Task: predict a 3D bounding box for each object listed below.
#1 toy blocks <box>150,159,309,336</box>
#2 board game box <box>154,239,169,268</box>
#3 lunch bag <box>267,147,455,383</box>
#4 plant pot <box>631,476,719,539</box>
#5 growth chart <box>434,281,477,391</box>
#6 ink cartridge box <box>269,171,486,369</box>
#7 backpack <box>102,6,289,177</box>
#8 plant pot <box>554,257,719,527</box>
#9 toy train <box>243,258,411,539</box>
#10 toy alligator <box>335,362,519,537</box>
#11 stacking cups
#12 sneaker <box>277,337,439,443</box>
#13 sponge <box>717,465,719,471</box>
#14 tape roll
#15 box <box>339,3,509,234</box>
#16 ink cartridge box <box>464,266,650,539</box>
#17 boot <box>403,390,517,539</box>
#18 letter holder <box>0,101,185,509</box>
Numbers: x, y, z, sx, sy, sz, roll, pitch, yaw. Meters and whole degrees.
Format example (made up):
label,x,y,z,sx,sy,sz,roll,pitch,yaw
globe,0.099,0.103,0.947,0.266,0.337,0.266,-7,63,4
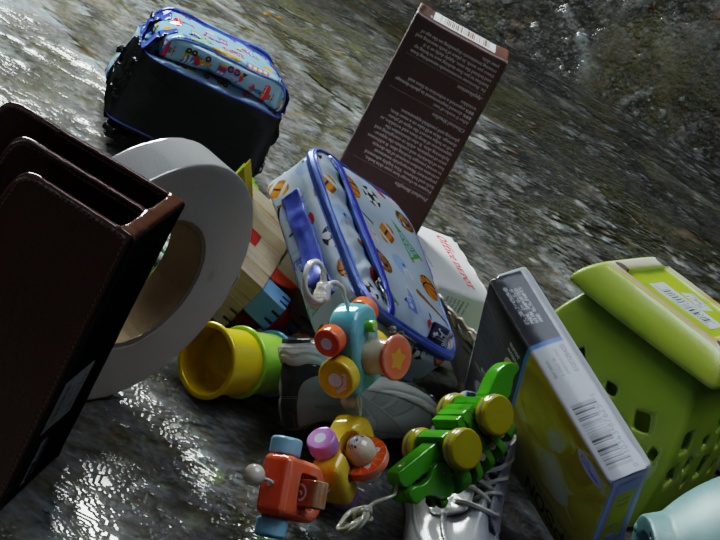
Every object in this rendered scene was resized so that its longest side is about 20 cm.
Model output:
label,x,y,z,sx,sy,sz,roll,pitch,yaw
toy blocks,-0.087,0.000,1.415,0.137,0.100,0.200,43,21,-7
board game box,-0.192,-0.026,1.464,0.199,0.024,0.105,26,22,-17
lunch bag,0.000,0.000,1.401,0.160,0.075,0.201,35,26,-48
plant pot,0.276,0.245,1.263,0.132,0.203,0.201,0,22,-2
growth chart,0.115,0.104,1.477,0.200,0.018,0.146,50,-18,47
ink cartridge box,0.009,0.001,1.603,0.198,0.085,0.145,20,21,-25
backpack,-0.175,-0.193,1.748,0.181,0.135,0.200,25,16,-19
plant pot,0.262,0.101,1.583,0.200,0.182,0.198,39,20,23
toy train,-0.015,0.100,1.193,0.055,0.202,0.150,4,-18,26
toy alligator,0.060,0.143,1.212,0.059,0.200,0.055,-7,-60,53
stacking cups,-0.064,0.079,1.355,0.060,0.061,0.199,41,16,30
sneaker,-0.003,0.116,1.333,0.073,0.080,0.200,-2,-21,37
sponge,0.321,0.142,1.804,0.199,0.030,0.112,32,19,6
tape roll,-0.158,0.001,1.168,0.037,0.204,0.202,39,20,26
box,0.053,-0.137,1.575,0.099,0.201,0.075,28,16,-2
ink cartridge box,0.145,0.135,1.313,0.047,0.201,0.198,-16,54,-21
boot,0.080,0.166,1.268,0.073,0.096,0.200,23,20,-19
letter holder,-0.223,0.016,1.029,0.141,0.201,0.101,31,19,3
